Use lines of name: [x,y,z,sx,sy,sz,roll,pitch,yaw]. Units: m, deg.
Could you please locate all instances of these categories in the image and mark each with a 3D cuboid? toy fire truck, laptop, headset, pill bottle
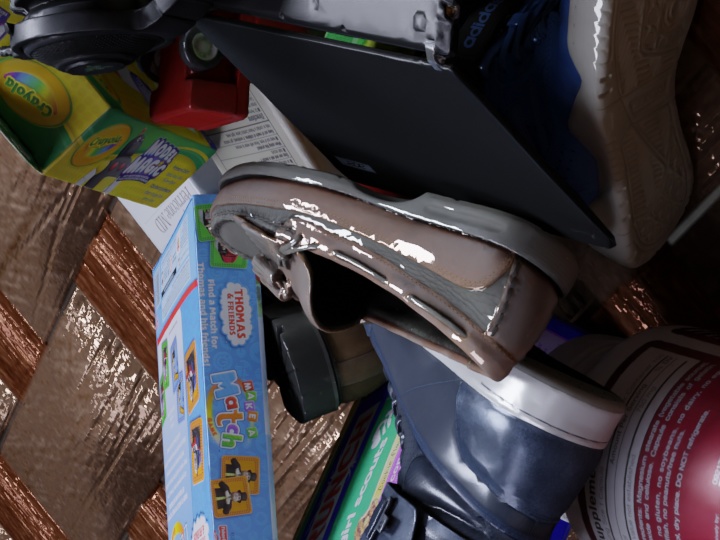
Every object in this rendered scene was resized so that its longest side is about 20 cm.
toy fire truck: [-0.024,-0.106,1.303,0.049,0.141,0.201,-9,76,61]
laptop: [0.018,-0.120,1.153,0.177,0.103,0.201,16,104,50]
headset: [-0.131,-0.127,1.162,0.200,0.094,0.124,-41,69,23]
pill bottle: [0.156,0.085,1.231,0.200,0.113,0.113,16,138,55]

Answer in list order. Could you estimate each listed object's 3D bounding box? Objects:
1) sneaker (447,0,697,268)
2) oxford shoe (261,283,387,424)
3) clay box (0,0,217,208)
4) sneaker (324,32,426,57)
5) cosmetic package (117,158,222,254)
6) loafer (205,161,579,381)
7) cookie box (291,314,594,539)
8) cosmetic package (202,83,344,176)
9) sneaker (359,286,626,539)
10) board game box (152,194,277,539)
sneaker: [0.074,-0.091,1.179,0.111,0.077,0.200,29,155,25]
oxford shoe: [-0.017,0.020,1.504,0.200,0.084,0.073,-129,22,-64]
clay box: [-0.139,-0.092,1.315,0.115,0.048,0.200,49,-174,10]
sneaker: [0.011,-0.156,1.217,0.084,0.074,0.200,41,143,27]
cosmetic package: [-0.126,-0.115,1.514,0.200,0.074,0.102,53,157,2]
loafer: [0.000,0.000,1.219,0.200,0.063,0.072,11,159,46]
cookie box: [0.034,0.118,1.409,0.075,0.172,0.200,28,159,-12]
cosmetic package: [-0.034,-0.089,1.383,0.200,0.071,0.105,58,157,-13]
sneaker: [0.027,0.087,1.262,0.077,0.147,0.202,18,-171,-23]
board game box: [-0.074,0.078,1.478,0.151,0.036,0.201,130,138,-72]
